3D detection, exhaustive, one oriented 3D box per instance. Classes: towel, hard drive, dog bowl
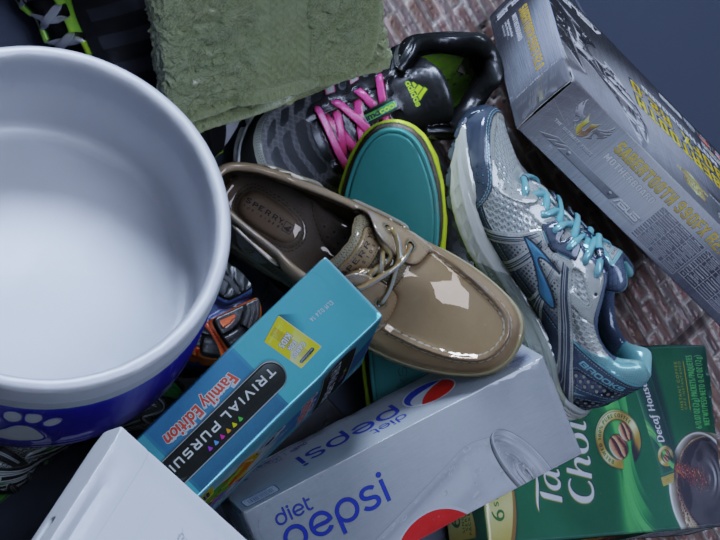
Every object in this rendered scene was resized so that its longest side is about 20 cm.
[{"bbox_3d":[-0.055,-0.171,1.556,0.148,0.037,0.201,-20,132,-17],"label":"towel"},{"bbox_3d":[-0.081,0.190,1.360,0.200,0.027,0.132,44,56,-19],"label":"hard drive"},{"bbox_3d":[-0.171,-0.012,1.470,0.199,0.079,0.201,6,62,-11],"label":"dog bowl"}]

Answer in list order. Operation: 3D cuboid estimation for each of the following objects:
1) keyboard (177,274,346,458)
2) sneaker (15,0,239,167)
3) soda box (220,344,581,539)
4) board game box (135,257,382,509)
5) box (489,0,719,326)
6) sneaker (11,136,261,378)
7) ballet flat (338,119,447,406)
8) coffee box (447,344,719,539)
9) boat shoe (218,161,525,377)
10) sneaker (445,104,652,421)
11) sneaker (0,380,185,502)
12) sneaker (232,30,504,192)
[{"bbox_3d":[-0.075,0.037,1.650,0.200,0.021,0.127,48,63,-18],"label":"keyboard"},{"bbox_3d":[-0.142,-0.124,1.605,0.200,0.072,0.083,35,63,-24],"label":"sneaker"},{"bbox_3d":[0.022,0.115,1.624,0.199,0.063,0.068,-26,107,-13],"label":"soda box"},{"bbox_3d":[-0.078,0.091,1.512,0.200,0.151,0.047,-44,85,-11],"label":"board game box"},{"bbox_3d":[0.169,-0.077,1.766,0.200,0.048,0.159,43,18,-23],"label":"box"},{"bbox_3d":[-0.149,-0.003,1.561,0.200,0.078,0.075,39,61,8],"label":"sneaker"},{"bbox_3d":[0.023,0.006,1.681,0.067,0.067,0.201,-53,139,-75],"label":"ballet flat"},{"bbox_3d":[0.138,0.110,1.766,0.199,0.044,0.124,1,79,-35],"label":"coffee box"},{"bbox_3d":[0.000,0.000,1.601,0.199,0.065,0.071,26,81,7],"label":"boat shoe"},{"bbox_3d":[0.118,-0.011,1.687,0.201,0.086,0.078,68,27,-12],"label":"sneaker"},{"bbox_3d":[-0.187,0.084,1.536,0.199,0.078,0.086,-3,89,-27],"label":"sneaker"},{"bbox_3d":[0.011,-0.097,1.695,0.200,0.087,0.074,-28,96,-36],"label":"sneaker"}]
